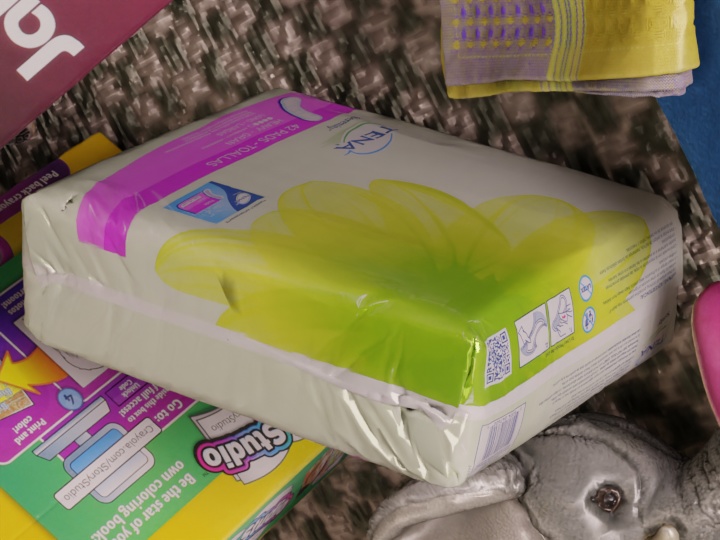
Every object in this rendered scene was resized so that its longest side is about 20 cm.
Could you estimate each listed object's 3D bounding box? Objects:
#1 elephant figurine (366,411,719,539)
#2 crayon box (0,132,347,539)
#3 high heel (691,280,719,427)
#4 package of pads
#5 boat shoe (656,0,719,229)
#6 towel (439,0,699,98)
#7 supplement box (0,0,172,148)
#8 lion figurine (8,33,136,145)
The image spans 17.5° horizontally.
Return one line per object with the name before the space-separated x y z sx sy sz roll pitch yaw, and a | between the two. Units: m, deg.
elephant figurine | 0.070 0.111 0.905 0.142 0.154 0.202 -133 51 -69
crayon box | -0.113 0.055 0.950 0.172 0.200 0.058 42 134 9
high heel | 0.200 0.070 0.794 0.200 0.067 0.096 51 145 -3
package of pads | 0.000 0.000 0.855 0.199 0.154 0.069 18 118 31
boat shoe | 0.125 -0.090 0.769 0.084 0.068 0.202 -23 82 57
towel | 0.055 -0.154 0.770 0.143 0.023 0.202 13 113 60
supplement box | -0.089 -0.146 0.777 0.200 0.086 0.110 -38 110 17
lion figurine | -0.149 -0.135 0.974 0.199 0.072 0.123 -34 63 34
